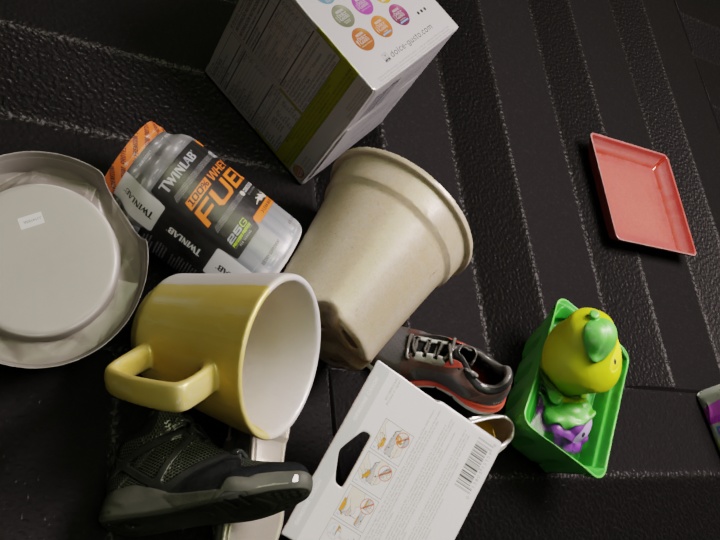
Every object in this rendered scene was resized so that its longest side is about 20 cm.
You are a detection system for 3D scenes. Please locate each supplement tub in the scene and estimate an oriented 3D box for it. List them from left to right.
[{"bbox_3d":[-0.170,-0.057,0.818,0.198,0.122,0.124,37,52,-10],"label":"supplement tub"}]

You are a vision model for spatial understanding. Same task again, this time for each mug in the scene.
[{"bbox_3d":[-0.142,0.063,0.719,0.186,0.149,0.153,42,60,-62],"label":"mug"}]

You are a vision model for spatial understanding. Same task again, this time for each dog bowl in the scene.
[{"bbox_3d":[-0.302,-0.006,0.724,0.195,0.059,0.206,6,73,-19],"label":"dog bowl"}]

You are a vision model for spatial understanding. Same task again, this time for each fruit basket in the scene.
[{"bbox_3d":[0.273,0.131,0.954,0.154,0.215,0.218,36,52,-10],"label":"fruit basket"}]

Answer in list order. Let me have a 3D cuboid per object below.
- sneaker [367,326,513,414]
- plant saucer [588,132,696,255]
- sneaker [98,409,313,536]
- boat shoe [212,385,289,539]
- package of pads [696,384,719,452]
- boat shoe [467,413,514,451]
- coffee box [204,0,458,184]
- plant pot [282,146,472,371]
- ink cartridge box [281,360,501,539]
[{"bbox_3d":[0.093,0.099,0.912,0.195,0.083,0.078,19,54,-2],"label":"sneaker"},{"bbox_3d":[0.473,-0.122,1.315,0.195,0.037,0.205,9,62,-30],"label":"plant saucer"},{"bbox_3d":[-0.140,0.173,0.707,0.194,0.077,0.117,-9,56,11],"label":"sneaker"},{"bbox_3d":[-0.112,0.214,0.768,0.066,0.056,0.205,28,58,-33],"label":"boat shoe"},{"bbox_3d":[0.611,0.252,1.134,0.067,0.154,0.205,-4,69,-33],"label":"package of pads"},{"bbox_3d":[0.103,0.211,0.887,0.196,0.070,0.072,-10,71,-36],"label":"boat shoe"},{"bbox_3d":[-0.040,-0.278,0.964,0.198,0.200,0.200,47,51,-1],"label":"coffee box"},{"bbox_3d":[0.000,0.000,0.869,0.200,0.200,0.185,41,62,-7],"label":"plant pot"},{"bbox_3d":[0.032,0.225,0.804,0.172,0.043,0.203,34,78,-11],"label":"ink cartridge box"}]
